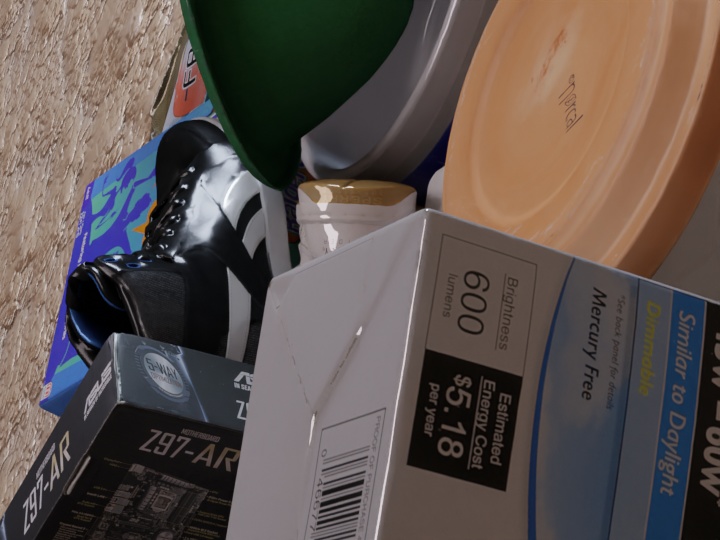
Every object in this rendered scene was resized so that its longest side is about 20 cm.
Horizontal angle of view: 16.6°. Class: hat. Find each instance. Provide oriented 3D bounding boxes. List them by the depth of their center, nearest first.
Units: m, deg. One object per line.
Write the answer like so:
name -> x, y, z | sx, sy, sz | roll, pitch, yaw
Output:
hat -> 0.018, -0.137, 1.135 | 0.200, 0.176, 0.166 | -10, -94, -78

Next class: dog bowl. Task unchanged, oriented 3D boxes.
dog bowl -> 0.043, -0.129, 1.210 | 0.200, 0.079, 0.201 | -46, 36, 49

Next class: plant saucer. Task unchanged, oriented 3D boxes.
plant saucer -> 0.084, -0.068, 0.959 | 0.200, 0.032, 0.201 | -49, 32, 44

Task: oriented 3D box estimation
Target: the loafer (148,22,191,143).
loafer -> -0.098, -0.087, 1.517 | 0.067, 0.076, 0.201 | 7, 82, 61

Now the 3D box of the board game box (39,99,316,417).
board game box -> -0.093, -0.014, 1.346 | 0.200, 0.045, 0.152 | -30, 42, 44

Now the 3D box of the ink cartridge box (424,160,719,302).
ink cartridge box -> 0.093, -0.007, 1.023 | 0.200, 0.068, 0.115 | -27, 50, 61

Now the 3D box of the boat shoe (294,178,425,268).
boat shoe -> 0.000, 0.000, 1.168 | 0.200, 0.071, 0.070 | 28, -116, -82

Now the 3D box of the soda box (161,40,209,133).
soda box -> -0.057, -0.149, 1.461 | 0.064, 0.068, 0.201 | -12, 61, 64

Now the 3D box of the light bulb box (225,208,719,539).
light bulb box -> 0.065, 0.108, 0.842 | 0.125, 0.199, 0.199 | -22, 55, 61

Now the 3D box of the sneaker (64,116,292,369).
sneaker -> -0.093, -0.009, 1.182 | 0.073, 0.112, 0.200 | -54, 40, 34

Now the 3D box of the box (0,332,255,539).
box -> -0.050, 0.116, 1.106 | 0.160, 0.199, 0.044 | -57, 28, 36
